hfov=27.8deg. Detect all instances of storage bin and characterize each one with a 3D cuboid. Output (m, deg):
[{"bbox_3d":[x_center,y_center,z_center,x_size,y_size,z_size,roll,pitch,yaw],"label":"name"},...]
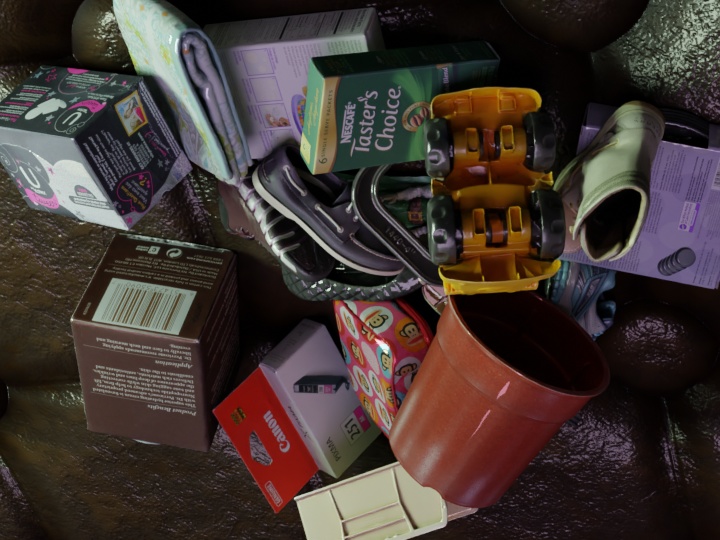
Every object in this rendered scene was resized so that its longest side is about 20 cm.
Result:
[{"bbox_3d":[0.041,0.299,1.864,0.197,0.200,0.094,-20,81,14],"label":"storage bin"}]

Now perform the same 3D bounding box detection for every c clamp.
[{"bbox_3d":[0.094,-0.077,1.606,0.200,0.027,0.171,37,90,-16],"label":"c clamp"}]

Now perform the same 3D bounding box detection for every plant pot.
[{"bbox_3d":[0.139,0.141,1.600,0.200,0.201,0.196,26,116,-7],"label":"plant pot"}]

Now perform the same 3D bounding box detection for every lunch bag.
[{"bbox_3d":[0.030,0.108,1.767,0.082,0.176,0.201,-28,134,-19],"label":"lunch bag"}]

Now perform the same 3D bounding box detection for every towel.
[{"bbox_3d":[-0.193,-0.201,1.551,0.171,0.048,0.201,37,152,44],"label":"towel"}]

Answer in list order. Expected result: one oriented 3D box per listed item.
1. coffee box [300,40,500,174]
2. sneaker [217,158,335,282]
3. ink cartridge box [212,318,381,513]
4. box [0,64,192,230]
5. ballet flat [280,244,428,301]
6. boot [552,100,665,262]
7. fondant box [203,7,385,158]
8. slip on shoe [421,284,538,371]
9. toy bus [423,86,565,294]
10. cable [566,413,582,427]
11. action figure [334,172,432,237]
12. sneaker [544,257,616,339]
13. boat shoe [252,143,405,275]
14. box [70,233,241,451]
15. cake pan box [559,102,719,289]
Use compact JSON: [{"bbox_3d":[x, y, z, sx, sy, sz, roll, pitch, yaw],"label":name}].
[{"bbox_3d":[0.039,-0.169,1.508,0.198,0.044,0.124,-8,132,-21],"label":"coffee box"},{"bbox_3d":[-0.101,-0.049,1.675,0.201,0.075,0.116,56,151,20],"label":"sneaker"},{"bbox_3d":[-0.076,0.191,1.850,0.043,0.174,0.201,17,143,46],"label":"ink cartridge box"},{"bbox_3d":[-0.307,-0.136,1.611,0.199,0.115,0.133,14,141,44],"label":"box"},{"bbox_3d":[0.000,0.000,1.694,0.198,0.067,0.057,-8,142,20],"label":"ballet flat"},{"bbox_3d":[0.238,-0.057,1.477,0.072,0.155,0.201,26,132,-6],"label":"boot"},{"bbox_3d":[-0.066,-0.199,1.575,0.198,0.058,0.145,-2,130,19],"label":"fondant box"},{"bbox_3d":[0.151,0.070,1.705,0.200,0.061,0.076,45,109,3],"label":"slip on shoe"},{"bbox_3d":[0.134,-0.069,1.519,0.134,0.202,0.192,-4,167,1],"label":"toy bus"},{"bbox_3d":[0.180,0.123,1.751,0.199,0.051,0.097,24,172,11],"label":"cable"},{"bbox_3d":[0.042,-0.070,1.662,0.198,0.055,0.119,-1,131,15],"label":"action figure"},{"bbox_3d":[0.254,0.066,1.705,0.085,0.078,0.201,5,134,2],"label":"sneaker"},{"bbox_3d":[-0.024,-0.067,1.599,0.199,0.073,0.063,34,130,-10],"label":"boat shoe"},{"bbox_3d":[-0.248,0.089,1.810,0.164,0.165,0.201,9,133,8],"label":"box"},{"bbox_3d":[0.316,-0.081,1.572,0.182,0.053,0.201,9,133,6],"label":"cake pan box"}]
